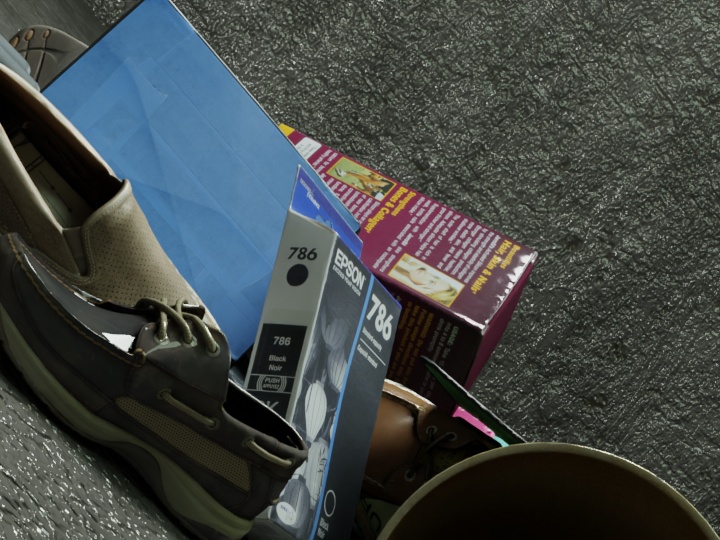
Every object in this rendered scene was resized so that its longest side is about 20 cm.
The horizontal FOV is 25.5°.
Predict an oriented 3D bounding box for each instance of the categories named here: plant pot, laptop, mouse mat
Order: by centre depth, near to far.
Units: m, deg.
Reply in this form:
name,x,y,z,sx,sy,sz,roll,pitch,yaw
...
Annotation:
name,x,y,z,sx,sy,sz,roll,pitch,yaw
plant pot,0.078,0.195,0.796,0.187,0.186,0.200,51,-13,9
laptop,-0.101,-0.031,0.850,0.188,0.116,0.200,49,11,-12
mouse mat,0.118,0.122,0.885,0.199,0.008,0.161,38,-4,18

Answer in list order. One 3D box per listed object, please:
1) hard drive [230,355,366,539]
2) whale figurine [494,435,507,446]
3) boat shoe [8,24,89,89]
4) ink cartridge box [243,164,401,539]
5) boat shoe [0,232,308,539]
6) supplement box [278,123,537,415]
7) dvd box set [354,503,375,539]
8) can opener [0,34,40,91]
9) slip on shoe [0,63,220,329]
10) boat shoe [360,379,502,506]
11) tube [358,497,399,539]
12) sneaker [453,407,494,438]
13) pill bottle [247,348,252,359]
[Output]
name,x,y,z,sx,sy,sz,roll,pitch,yaw
hard drive,-0.078,0.084,0.984,0.200,0.033,0.140,53,2,42
whale figurine,0.067,0.161,1.194,0.200,0.103,0.160,43,19,-44
boat shoe,-0.187,-0.123,1.234,0.199,0.076,0.072,32,-16,17
ink cartridge box,-0.022,0.053,0.864,0.039,0.202,0.099,1,-24,25
boat shoe,-0.093,0.043,0.709,0.200,0.073,0.075,50,1,-41
supplement box,0.000,0.000,1.044,0.199,0.086,0.110,28,37,10
dvd box set,0.032,0.220,1.081,0.200,0.029,0.146,51,1,-27
can opener,-0.239,-0.142,1.115,0.200,0.066,0.053,43,8,-46
slip on shoe,-0.128,-0.017,0.755,0.200,0.060,0.076,50,39,-12
boat shoe,0.046,0.111,0.928,0.199,0.072,0.068,26,-14,-9
tube,0.027,0.159,0.990,0.052,0.058,0.201,0,46,-43
sneaker,0.034,0.111,1.093,0.200,0.080,0.089,-115,-159,-62
pill bottle,-0.048,0.051,1.196,0.112,0.112,0.200,52,1,34
